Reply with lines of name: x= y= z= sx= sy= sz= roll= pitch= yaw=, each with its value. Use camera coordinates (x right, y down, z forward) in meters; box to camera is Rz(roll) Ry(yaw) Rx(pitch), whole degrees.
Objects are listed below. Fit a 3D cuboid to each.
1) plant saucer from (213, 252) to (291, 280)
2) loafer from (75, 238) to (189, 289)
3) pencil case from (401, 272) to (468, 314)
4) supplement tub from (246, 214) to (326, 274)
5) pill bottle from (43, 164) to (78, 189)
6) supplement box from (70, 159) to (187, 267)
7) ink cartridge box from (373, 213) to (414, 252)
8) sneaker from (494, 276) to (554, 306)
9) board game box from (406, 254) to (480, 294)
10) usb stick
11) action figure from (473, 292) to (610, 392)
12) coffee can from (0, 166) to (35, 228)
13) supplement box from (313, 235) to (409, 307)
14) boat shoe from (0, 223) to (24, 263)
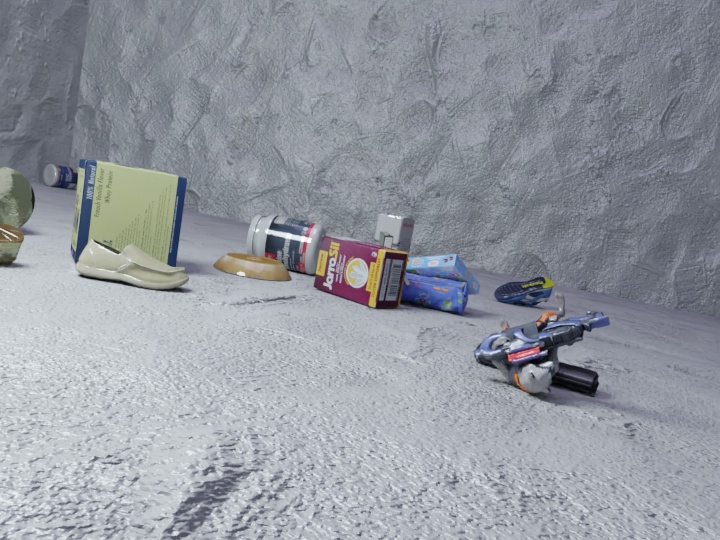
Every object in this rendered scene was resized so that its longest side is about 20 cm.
plant saucer: x=-0.267 y=-0.013 z=1.551 sx=0.196 sy=0.036 sz=0.200 roll=10 pitch=6 yaw=-1
loafer: x=-0.408 y=-0.012 z=1.120 sx=0.196 sy=0.070 sz=0.076 roll=9 pitch=6 yaw=-16
pencil case: x=0.168 y=0.050 z=1.524 sx=0.196 sy=0.079 sz=0.087 roll=12 pitch=-29 yaw=8
supplement tub: x=-0.204 y=-0.075 z=1.730 sx=0.196 sy=0.144 sz=0.140 roll=11 pitch=6 yaw=9
pill bottle: x=-1.550 y=-0.490 z=3.264 sx=0.109 sy=0.114 sz=0.199 roll=14 pitch=7 yaw=30
supplement box: x=-0.485 y=-0.114 z=1.291 sx=0.196 sy=0.205 sz=0.134 roll=6 pitch=6 yaw=-30
ink cartridge box: x=0.098 y=-0.070 z=1.935 sx=0.082 sy=0.205 sz=0.145 roll=12 pitch=6 yaw=19
sneaker: x=0.524 y=0.081 z=1.986 sx=0.195 sy=0.084 sz=0.075 roll=-8 pitch=36 yaw=-6
board game box: x=0.185 y=0.016 z=1.581 sx=0.197 sy=0.037 sz=0.151 roll=-4 pitch=-32 yaw=36
usb stick: x=0.283 y=0.156 z=1.001 sx=0.196 sy=0.033 sz=0.055 roll=14 pitch=15 yaw=24
action figure: x=0.281 y=0.113 z=0.932 sx=0.197 sy=0.106 sz=0.194 roll=-16 pitch=21 yaw=27
coffee can: x=-0.869 y=-0.176 z=1.435 sx=0.198 sy=0.150 sz=0.145 roll=16 pitch=8 yaw=39
supplement box: x=0.000 y=0.000 z=1.452 sx=0.197 sy=0.134 sz=0.102 roll=15 pitch=7 yaw=39
boat shoe: x=-0.659 y=-0.038 z=1.011 sx=0.198 sy=0.063 sz=0.073 roll=1 pitch=37 yaw=-47
